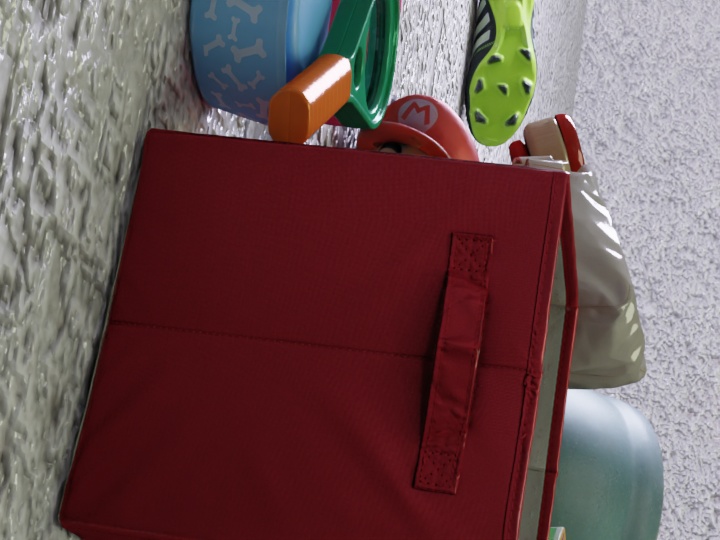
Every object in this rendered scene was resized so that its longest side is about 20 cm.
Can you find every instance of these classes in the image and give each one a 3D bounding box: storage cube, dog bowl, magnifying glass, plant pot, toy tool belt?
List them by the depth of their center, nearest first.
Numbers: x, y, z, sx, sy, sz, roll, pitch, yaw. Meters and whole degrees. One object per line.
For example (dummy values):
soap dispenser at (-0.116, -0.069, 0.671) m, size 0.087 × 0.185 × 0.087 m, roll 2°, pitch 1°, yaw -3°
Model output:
storage cube at (-0.005, 0.058, 0.710) m, size 0.200 × 0.178 × 0.173 m, roll 68°, pitch 31°, yaw -70°
dog bowl at (-0.036, -0.162, 0.762) m, size 0.111 × 0.049 × 0.202 m, roll 50°, pitch 47°, yaw -75°
magnifying glass at (-0.009, -0.093, 0.767) m, size 0.200 × 0.022 × 0.080 m, roll -60°, pitch 155°, yaw -69°
toy tool belt at (0.081, -0.009, 0.929) m, size 0.201 × 0.122 × 0.125 m, roll -100°, pitch 174°, yaw -49°
plant pot at (0.060, 0.138, 0.950) m, size 0.201 × 0.134 × 0.201 m, roll -49°, pitch -157°, yaw 29°

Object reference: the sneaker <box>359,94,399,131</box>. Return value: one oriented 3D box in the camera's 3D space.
sneaker at (0.049, -0.038, 1.103) m, size 0.077 × 0.113 × 0.201 m, roll -78°, pitch 167°, yaw -47°

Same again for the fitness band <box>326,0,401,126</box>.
fitness band at (-0.006, -0.180, 0.937) m, size 0.144 × 0.037 × 0.201 m, roll -69°, pitch 160°, yaw -53°

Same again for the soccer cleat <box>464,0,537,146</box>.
soccer cleat at (0.138, -0.218, 1.592) m, size 0.081 × 0.067 × 0.202 m, roll 130°, pitch -33°, yaw -87°

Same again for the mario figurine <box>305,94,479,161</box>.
mario figurine at (0.000, 0.000, 0.846) m, size 0.106 × 0.123 × 0.201 m, roll 5°, pitch -109°, yaw 61°

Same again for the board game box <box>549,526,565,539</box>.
board game box at (0.018, 0.155, 0.826) m, size 0.096 × 0.198 × 0.030 m, roll -33°, pitch 122°, yaw -76°
